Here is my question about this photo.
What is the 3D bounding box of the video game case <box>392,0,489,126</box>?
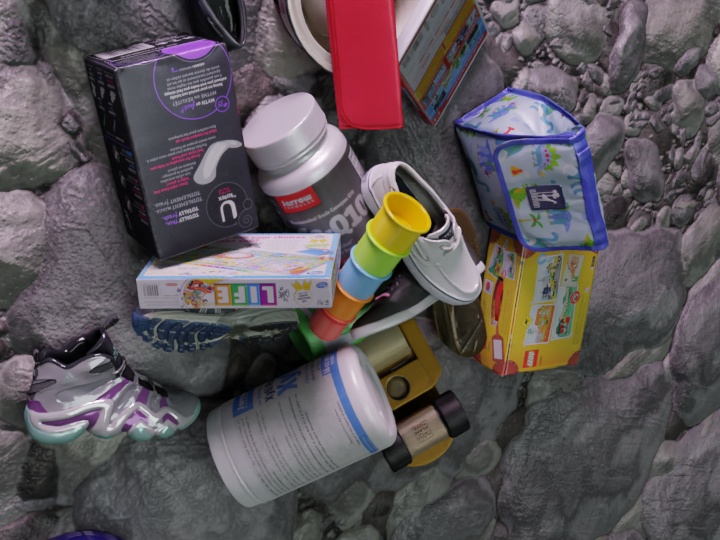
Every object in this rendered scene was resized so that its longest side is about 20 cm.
[{"bbox_3d":[0.095,-0.266,1.116,0.144,0.017,0.200,-60,160,-1],"label":"video game case"}]

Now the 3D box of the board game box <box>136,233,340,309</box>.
[{"bbox_3d":[-0.124,-0.002,1.008,0.198,0.135,0.035,0,112,4],"label":"board game box"}]

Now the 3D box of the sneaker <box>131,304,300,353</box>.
[{"bbox_3d":[-0.171,0.041,1.086,0.198,0.086,0.077,0,150,-34],"label":"sneaker"}]

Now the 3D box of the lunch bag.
[{"bbox_3d":[0.230,-0.123,1.209,0.127,0.200,0.171,-35,123,-18],"label":"lunch bag"}]

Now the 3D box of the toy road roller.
[{"bbox_3d":[0.048,0.164,1.257,0.122,0.146,0.201,-28,85,-7],"label":"toy road roller"}]

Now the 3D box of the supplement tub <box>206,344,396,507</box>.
[{"bbox_3d":[-0.068,0.185,1.127,0.199,0.132,0.132,-25,123,7],"label":"supplement tub"}]

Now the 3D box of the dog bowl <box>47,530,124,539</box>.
[{"bbox_3d":[-0.334,0.415,1.112,0.199,0.079,0.202,-12,113,-29],"label":"dog bowl"}]

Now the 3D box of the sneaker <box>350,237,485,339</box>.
[{"bbox_3d":[0.051,0.003,1.129,0.199,0.071,0.100,-31,94,-25],"label":"sneaker"}]

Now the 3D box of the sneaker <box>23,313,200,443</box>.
[{"bbox_3d":[-0.266,0.114,1.047,0.198,0.078,0.141,-1,109,-33],"label":"sneaker"}]

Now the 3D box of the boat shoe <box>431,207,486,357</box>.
[{"bbox_3d":[0.120,0.016,1.271,0.073,0.066,0.202,-10,100,-29],"label":"boat shoe"}]

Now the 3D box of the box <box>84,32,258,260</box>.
[{"bbox_3d":[-0.195,-0.132,0.985,0.121,0.106,0.202,-20,117,-26],"label":"box"}]

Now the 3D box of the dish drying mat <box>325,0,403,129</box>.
[{"bbox_3d":[0.002,-0.249,1.008,0.018,0.076,0.202,-58,146,-61],"label":"dish drying mat"}]

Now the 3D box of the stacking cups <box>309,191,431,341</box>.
[{"bbox_3d":[0.000,0.000,1.053,0.060,0.061,0.200,9,135,-35],"label":"stacking cups"}]

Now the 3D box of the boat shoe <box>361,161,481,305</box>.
[{"bbox_3d":[0.080,-0.039,1.069,0.200,0.065,0.074,46,63,-19],"label":"boat shoe"}]

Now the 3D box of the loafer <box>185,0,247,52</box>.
[{"bbox_3d":[-0.157,-0.323,0.960,0.068,0.070,0.202,-31,122,-32],"label":"loafer"}]

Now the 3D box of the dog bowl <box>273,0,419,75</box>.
[{"bbox_3d":[-0.012,-0.321,1.057,0.199,0.074,0.202,-12,114,-29],"label":"dog bowl"}]

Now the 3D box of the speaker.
[{"bbox_3d":[0.002,0.033,1.187,0.199,0.088,0.089,-33,122,-19],"label":"speaker"}]

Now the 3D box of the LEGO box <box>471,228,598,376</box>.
[{"bbox_3d":[0.252,0.039,1.358,0.148,0.077,0.202,-4,109,-32],"label":"LEGO box"}]

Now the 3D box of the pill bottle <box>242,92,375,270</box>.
[{"bbox_3d":[-0.048,-0.095,1.090,0.114,0.114,0.201,-42,125,-13],"label":"pill bottle"}]
